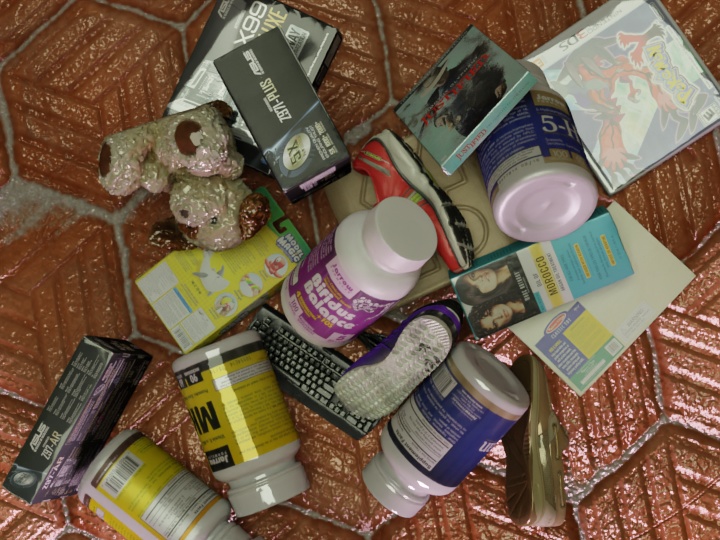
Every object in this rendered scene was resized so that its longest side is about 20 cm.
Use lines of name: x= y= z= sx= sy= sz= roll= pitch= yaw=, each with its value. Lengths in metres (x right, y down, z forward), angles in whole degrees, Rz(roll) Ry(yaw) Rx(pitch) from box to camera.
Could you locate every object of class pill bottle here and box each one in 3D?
pill bottle: x=0.192 y=-0.143 z=1.572 sx=0.119 sy=0.120 sz=0.201 roll=-16 pitch=51 yaw=6
pill bottle: x=-0.139 y=0.182 z=1.627 sx=0.114 sy=0.114 sz=0.201 roll=-22 pitch=86 yaw=5
pill bottle: x=0.094 y=0.189 z=1.588 sx=0.111 sy=0.111 sz=0.200 roll=43 pitch=108 yaw=9
pill bottle: x=0.000 y=0.000 z=1.573 sx=0.113 sy=0.112 sz=0.200 roll=56 pitch=137 yaw=8
pill bottle: x=-0.231 y=0.288 z=1.636 sx=0.200 sy=0.109 sz=0.109 roll=37 pitch=91 yaw=9

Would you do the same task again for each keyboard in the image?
keyboard: x=-0.044 y=0.105 z=1.671 sx=0.200 sy=0.021 sz=0.127 roll=33 pitch=90 yaw=8

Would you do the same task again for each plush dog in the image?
plush dog: x=-0.188 y=-0.104 z=1.621 sx=0.199 sy=0.160 sz=0.173 roll=-10 pitch=102 yaw=37

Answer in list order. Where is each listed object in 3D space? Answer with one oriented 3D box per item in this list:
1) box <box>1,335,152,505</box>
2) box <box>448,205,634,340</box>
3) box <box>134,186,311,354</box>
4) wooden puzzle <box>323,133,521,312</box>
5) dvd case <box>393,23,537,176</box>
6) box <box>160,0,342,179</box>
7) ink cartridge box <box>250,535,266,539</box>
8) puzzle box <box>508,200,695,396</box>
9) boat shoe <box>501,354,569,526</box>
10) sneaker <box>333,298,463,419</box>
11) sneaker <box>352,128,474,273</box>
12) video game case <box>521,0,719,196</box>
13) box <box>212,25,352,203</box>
box: x=-0.334 y=0.177 z=1.634 sx=0.043 sy=0.160 sz=0.201 roll=29 pitch=90 yaw=9
box: x=0.209 y=0.002 z=1.594 sx=0.199 sy=0.049 sz=0.083 roll=-24 pitch=100 yaw=5
box: x=-0.164 y=-0.001 z=1.684 sx=0.200 sy=0.048 sz=0.118 roll=-37 pitch=80 yaw=5
wooden puzzle: x=0.076 y=-0.069 z=1.659 sx=0.199 sy=0.046 sz=0.186 roll=-25 pitch=82 yaw=10
dvd case: x=0.117 y=-0.202 z=1.591 sx=0.022 sy=0.200 sz=0.146 roll=38 pitch=101 yaw=-26
box: x=-0.135 y=-0.237 z=1.697 sx=0.157 sy=0.050 sz=0.201 roll=26 pitch=90 yaw=8
ink cartridge box: x=-0.074 y=0.404 z=1.585 sx=0.200 sy=0.146 sz=0.086 roll=37 pitch=90 yaw=9
puzzle box: x=0.281 y=0.034 z=1.629 sx=0.133 sy=0.025 sz=0.200 roll=44 pitch=92 yaw=9
boat shoe: x=0.207 y=0.200 z=1.611 sx=0.064 sy=0.071 sz=0.201 roll=7 pitch=76 yaw=-26
sneaker: x=0.054 y=0.099 z=1.608 sx=0.070 sy=0.100 sz=0.200 roll=47 pitch=127 yaw=-4
sneaker: x=0.061 y=-0.070 z=1.608 sx=0.085 sy=0.077 sz=0.200 roll=-38 pitch=70 yaw=13
video game case: x=0.320 y=-0.220 z=1.647 sx=0.182 sy=0.023 sz=0.200 roll=-34 pitch=82 yaw=4
box: x=-0.085 y=-0.172 z=1.560 sx=0.086 sy=0.200 sz=0.164 roll=-28 pitch=90 yaw=0
